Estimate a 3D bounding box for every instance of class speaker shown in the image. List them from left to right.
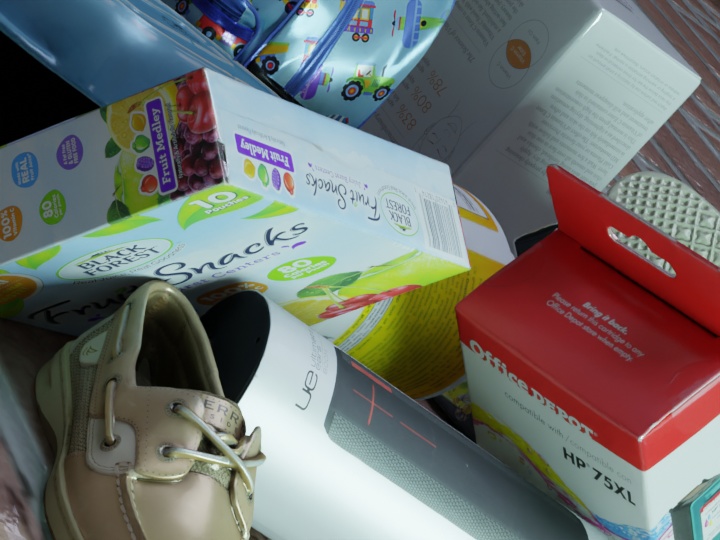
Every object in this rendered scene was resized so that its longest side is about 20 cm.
[{"bbox_3d":[0.008,0.091,1.184,0.200,0.081,0.081,36,15,-26],"label":"speaker"}]

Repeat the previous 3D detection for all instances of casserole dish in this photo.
[{"bbox_3d":[-0.093,-0.090,1.206,0.121,0.039,0.200,40,5,24],"label":"casserole dish"}]

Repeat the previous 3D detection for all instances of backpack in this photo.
[{"bbox_3d":[-0.054,-0.133,1.426,0.134,0.200,0.183,31,19,-40],"label":"backpack"}]

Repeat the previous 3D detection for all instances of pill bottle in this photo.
[{"bbox_3d":[0.000,0.000,1.367,0.109,0.109,0.200,50,15,28],"label":"pill bottle"}]

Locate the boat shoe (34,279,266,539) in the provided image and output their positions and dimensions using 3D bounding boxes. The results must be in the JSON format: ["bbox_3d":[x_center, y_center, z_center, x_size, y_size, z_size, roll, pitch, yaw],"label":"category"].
[{"bbox_3d":[-0.071,0.069,1.057,0.071,0.065,0.200,34,16,-32],"label":"boat shoe"}]

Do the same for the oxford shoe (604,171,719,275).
[{"bbox_3d":[0.173,0.043,1.415,0.201,0.075,0.058,59,-14,18],"label":"oxford shoe"}]

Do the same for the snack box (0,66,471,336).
[{"bbox_3d":[-0.064,-0.016,1.168,0.200,0.142,0.053,19,55,-60],"label":"snack box"}]

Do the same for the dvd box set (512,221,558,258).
[{"bbox_3d":[0.141,0.061,1.463,0.200,0.029,0.147,16,56,-65],"label":"dvd box set"}]

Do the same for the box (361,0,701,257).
[{"bbox_3d":[0.066,-0.083,1.607,0.097,0.200,0.125,29,20,-43],"label":"box"}]

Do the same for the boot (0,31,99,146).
[{"bbox_3d":[-0.155,-0.069,1.202,0.162,0.074,0.198,32,8,-33],"label":"boot"}]

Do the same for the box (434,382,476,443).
[{"bbox_3d":[0.108,0.104,1.509,0.200,0.035,0.110,50,14,26],"label":"box"}]

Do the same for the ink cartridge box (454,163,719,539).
[{"bbox_3d":[0.106,0.065,1.249,0.116,0.067,0.201,34,-31,38],"label":"ink cartridge box"}]
